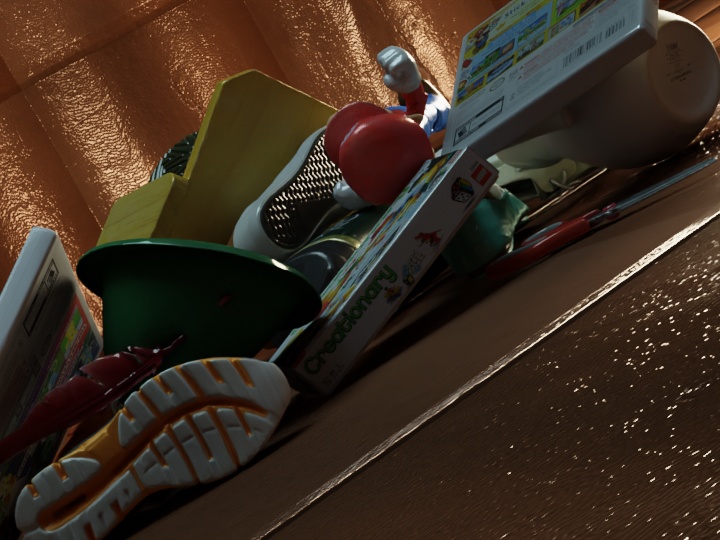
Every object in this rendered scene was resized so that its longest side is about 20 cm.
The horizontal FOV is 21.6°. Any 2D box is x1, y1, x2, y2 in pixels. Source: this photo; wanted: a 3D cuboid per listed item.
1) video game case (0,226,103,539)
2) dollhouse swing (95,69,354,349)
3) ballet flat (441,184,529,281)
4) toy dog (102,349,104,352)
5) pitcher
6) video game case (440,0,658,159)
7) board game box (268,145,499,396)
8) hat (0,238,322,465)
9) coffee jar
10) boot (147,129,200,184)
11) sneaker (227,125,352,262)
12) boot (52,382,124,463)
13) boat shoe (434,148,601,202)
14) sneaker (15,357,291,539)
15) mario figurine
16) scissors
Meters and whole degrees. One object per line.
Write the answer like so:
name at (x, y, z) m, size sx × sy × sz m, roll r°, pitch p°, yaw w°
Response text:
video game case at (-0.240, 0.097, 1.306) m, size 0.183 × 0.023 × 0.201 m, roll 82°, pitch -154°, yaw -63°
dollhouse swing at (-0.107, -0.055, 1.678) m, size 0.181 × 0.199 × 0.177 m, roll -19°, pitch 54°, yaw 55°
ballet flat at (0.094, -0.044, 1.498) m, size 0.067 × 0.071 × 0.200 m, roll -32°, pitch 3°, yaw 12°
toy dog at (-0.169, 0.048, 1.587) m, size 0.131 × 0.097 × 0.201 m, roll -20°, pitch -28°, yaw -40°
pitcher at (0.172, -0.127, 1.485) m, size 0.171 × 0.122 × 0.199 m, roll -29°, pitch 9°, yaw -34°
video game case at (0.148, -0.177, 1.449) m, size 0.199 × 0.023 × 0.183 m, roll -34°, pitch 27°, yaw 32°
board game box at (0.014, 0.002, 1.358) m, size 0.201 × 0.035 × 0.126 m, roll -52°, pitch 8°, yaw -9°
hat at (-0.134, 0.088, 1.283) m, size 0.198 × 0.178 × 0.166 m, roll 2°, pitch -23°, yaw 14°
coffee jar at (0.000, 0.000, 1.541) m, size 0.104 × 0.086 × 0.200 m, roll -29°, pitch 5°, yaw 34°
boot at (-0.073, -0.065, 1.751) m, size 0.174 × 0.199 × 0.067 m, roll -31°, pitch 43°, yaw 30°
sneaker at (-0.050, -0.062, 1.597) m, size 0.085 × 0.073 × 0.200 m, roll -35°, pitch 3°, yaw 44°
boot at (-0.184, 0.144, 1.379) m, size 0.107 × 0.075 × 0.200 m, roll -50°, pitch 13°, yaw -8°
boat shoe at (0.159, -0.090, 1.648) m, size 0.198 × 0.063 × 0.072 m, roll -15°, pitch -27°, yaw 14°
sneaker at (-0.134, 0.116, 1.236) m, size 0.199 × 0.079 × 0.077 m, roll -29°, pitch -4°, yaw 8°
mario figurine at (0.012, -0.112, 1.506) m, size 0.105 × 0.125 × 0.200 m, roll -11°, pitch 7°, yaw 13°
scissors at (0.163, -0.033, 1.313) m, size 0.073 × 0.014 × 0.199 m, roll -31°, pitch 5°, yaw -36°
